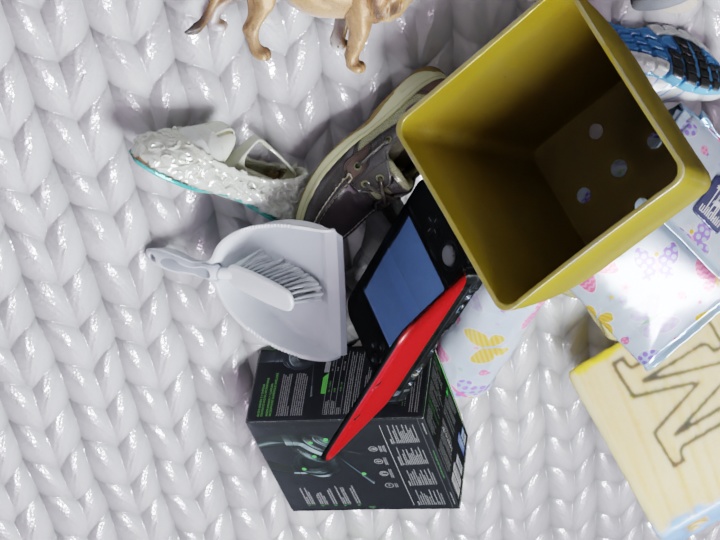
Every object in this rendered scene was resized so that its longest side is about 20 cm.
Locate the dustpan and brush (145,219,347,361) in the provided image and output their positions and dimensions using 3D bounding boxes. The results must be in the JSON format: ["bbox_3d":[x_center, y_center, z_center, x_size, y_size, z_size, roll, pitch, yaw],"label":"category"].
[{"bbox_3d":[-0.108,0.004,1.641,0.057,0.199,0.140,-33,133,-41],"label":"dustpan and brush"}]

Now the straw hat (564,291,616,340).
[{"bbox_3d":[0.270,0.024,1.836,0.200,0.085,0.201,-2,153,-1],"label":"straw hat"}]

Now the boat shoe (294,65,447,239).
[{"bbox_3d":[0.020,-0.094,1.627,0.200,0.065,0.073,-51,141,5],"label":"boat shoe"}]

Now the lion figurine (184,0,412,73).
[{"bbox_3d":[-0.039,-0.235,1.488,0.199,0.073,0.123,2,125,-21],"label":"lion figurine"}]

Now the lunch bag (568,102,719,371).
[{"bbox_3d":[0.288,-0.037,1.702,0.200,0.127,0.170,-41,104,13],"label":"lunch bag"}]

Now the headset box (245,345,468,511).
[{"bbox_3d":[-0.007,0.163,1.839,0.199,0.093,0.174,-4,141,17],"label":"headset box"}]

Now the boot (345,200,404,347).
[{"bbox_3d":[0.000,0.000,1.749,0.131,0.070,0.200,-24,134,6],"label":"boot"}]

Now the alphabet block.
[{"bbox_3d":[0.360,0.159,1.935,0.196,0.201,0.195,-30,164,5],"label":"alphabet block"}]

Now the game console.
[{"bbox_3d":[0.016,0.043,1.611,0.118,0.173,0.200,-5,145,-32],"label":"game console"}]

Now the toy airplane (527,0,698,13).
[{"bbox_3d":[0.216,-0.286,1.504,0.199,0.141,0.200,-9,136,-18],"label":"toy airplane"}]

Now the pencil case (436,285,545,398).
[{"bbox_3d":[0.129,0.043,1.816,0.083,0.091,0.200,14,138,-9],"label":"pencil case"}]

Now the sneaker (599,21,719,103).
[{"bbox_3d":[0.249,-0.182,1.689,0.199,0.075,0.087,8,138,-23],"label":"sneaker"}]

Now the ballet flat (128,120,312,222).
[{"bbox_3d":[-0.119,-0.097,1.598,0.072,0.072,0.200,-45,141,21],"label":"ballet flat"}]

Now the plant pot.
[{"bbox_3d":[0.189,-0.097,1.557,0.200,0.201,0.176,-39,158,25],"label":"plant pot"}]
